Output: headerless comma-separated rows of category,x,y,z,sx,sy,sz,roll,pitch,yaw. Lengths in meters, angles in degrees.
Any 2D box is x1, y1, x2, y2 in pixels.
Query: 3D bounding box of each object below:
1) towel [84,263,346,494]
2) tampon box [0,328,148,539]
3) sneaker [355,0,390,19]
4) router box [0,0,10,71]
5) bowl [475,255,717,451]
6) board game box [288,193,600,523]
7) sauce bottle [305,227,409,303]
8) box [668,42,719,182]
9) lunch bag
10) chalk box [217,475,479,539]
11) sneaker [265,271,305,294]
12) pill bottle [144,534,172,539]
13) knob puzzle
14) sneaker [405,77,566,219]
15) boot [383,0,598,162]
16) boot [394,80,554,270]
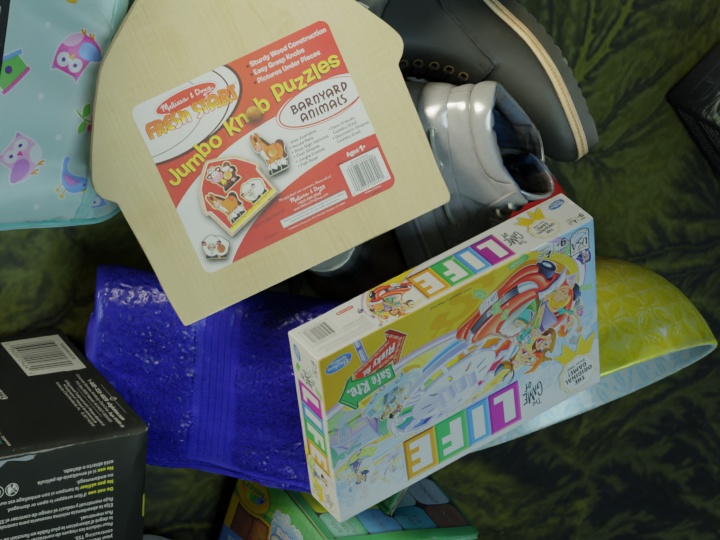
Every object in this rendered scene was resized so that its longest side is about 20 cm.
towel,-0.074,0.076,1.531,0.200,0.050,0.148,8,127,4
tampon box,-0.216,0.162,1.500,0.126,0.150,0.200,-9,118,-27
sneaker,-0.018,-0.186,1.461,0.200,0.066,0.091,-7,89,-8
router box,-0.255,-0.198,1.297,0.149,0.051,0.200,14,110,7
bowl,0.131,0.041,1.678,0.200,0.200,0.108,-18,79,-25
board game box,0.055,0.052,1.486,0.200,0.034,0.135,-27,134,-22
sauce bottle,0.000,0.000,1.551,0.065,0.065,0.200,-53,162,1
box,0.359,-0.119,1.700,0.200,0.197,0.124,-45,130,-6
lunch bag,-0.190,-0.123,1.416,0.160,0.077,0.200,-1,114,-33
chalk box,-0.013,0.190,1.651,0.124,0.125,0.200,-1,121,-34
sneaker,-0.063,0.008,1.573,0.088,0.080,0.200,-51,154,-48
pill bottle,-0.159,0.280,1.625,0.113,0.113,0.200,22,101,-39
knob puzzle,-0.067,-0.094,1.426,0.219,0.030,0.220,-2,102,-11
sneaker,0.074,-0.059,1.617,0.200,0.085,0.077,30,97,-39
boot,0.041,-0.123,1.530,0.138,0.077,0.200,-36,87,-13
boot,0.074,-0.039,1.515,0.200,0.096,0.074,60,38,-45
